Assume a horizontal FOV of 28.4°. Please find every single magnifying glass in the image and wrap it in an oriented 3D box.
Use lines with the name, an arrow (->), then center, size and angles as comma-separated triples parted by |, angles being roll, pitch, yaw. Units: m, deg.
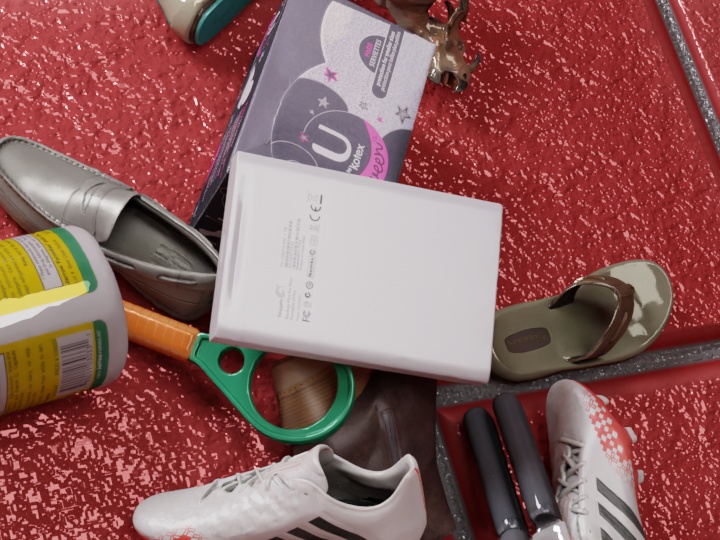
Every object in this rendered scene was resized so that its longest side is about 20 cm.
magnifying glass -> -0.098, 0.062, 1.008 | 0.199, 0.022, 0.080 | 21, 78, 8

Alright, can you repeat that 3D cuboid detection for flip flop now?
flip flop -> 0.184, 0.038, 1.165 | 0.199, 0.058, 0.082 | -13, 71, -29

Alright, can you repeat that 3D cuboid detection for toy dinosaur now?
toy dinosaur -> 0.054, -0.265, 1.215 | 0.134, 0.086, 0.202 | 7, 104, -24

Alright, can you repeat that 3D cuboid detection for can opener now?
can opener -> 0.117, 0.171, 1.031 | 0.067, 0.052, 0.201 | 53, 17, -43

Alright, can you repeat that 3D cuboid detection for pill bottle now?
pill bottle -> -0.263, 0.045, 0.927 | 0.199, 0.113, 0.113 | -16, 72, -30

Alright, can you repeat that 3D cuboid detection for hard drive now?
hard drive -> 0.000, 0.000, 0.996 | 0.198, 0.026, 0.133 | 10, 75, -17

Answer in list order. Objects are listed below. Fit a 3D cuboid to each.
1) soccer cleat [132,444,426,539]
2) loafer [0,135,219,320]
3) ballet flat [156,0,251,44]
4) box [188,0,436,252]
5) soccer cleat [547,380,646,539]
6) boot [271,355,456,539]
soccer cleat -> -0.053, 0.155, 0.957 | 0.198, 0.086, 0.069 | 3, 30, -2
loafer -> -0.182, -0.039, 1.031 | 0.199, 0.070, 0.070 | 31, 56, -7
ballet flat -> -0.095, -0.262, 1.192 | 0.070, 0.070, 0.200 | 47, 56, 4
box -> -0.035, -0.102, 1.103 | 0.131, 0.115, 0.201 | 24, 58, -11
soccer cleat -> 0.172, 0.180, 1.074 | 0.085, 0.069, 0.202 | -6, 72, -31
boot -> 0.035, 0.117, 1.066 | 0.199, 0.072, 0.168 | -22, 87, -33
